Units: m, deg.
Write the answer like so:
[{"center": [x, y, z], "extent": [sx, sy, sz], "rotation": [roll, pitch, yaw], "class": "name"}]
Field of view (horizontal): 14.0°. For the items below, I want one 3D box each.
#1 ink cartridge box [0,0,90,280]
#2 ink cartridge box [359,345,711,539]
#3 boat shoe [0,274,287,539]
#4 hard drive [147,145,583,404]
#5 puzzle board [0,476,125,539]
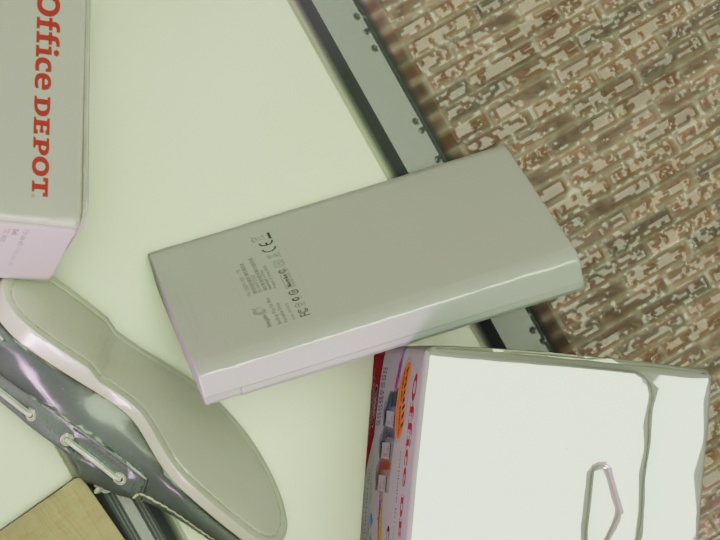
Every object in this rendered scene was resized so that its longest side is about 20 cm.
[{"center": [-0.241, -0.080, 1.469], "extent": [0.199, 0.084, 0.147], "rotation": [6, 67, -16], "class": "ink cartridge box"}, {"center": [0.082, 0.113, 1.475], "extent": [0.144, 0.200, 0.146], "rotation": [5, 87, -7], "class": "ink cartridge box"}, {"center": [-0.124, 0.083, 1.530], "extent": [0.200, 0.073, 0.062], "rotation": [42, 120, -8], "class": "boat shoe"}, {"center": [0.000, 0.000, 1.508], "extent": [0.199, 0.132, 0.026], "rotation": [-17, 121, -7], "class": "hard drive"}, {"center": [-0.152, 0.232, 1.536], "extent": [0.151, 0.017, 0.200], "rotation": [-35, 93, -8], "class": "puzzle board"}]
